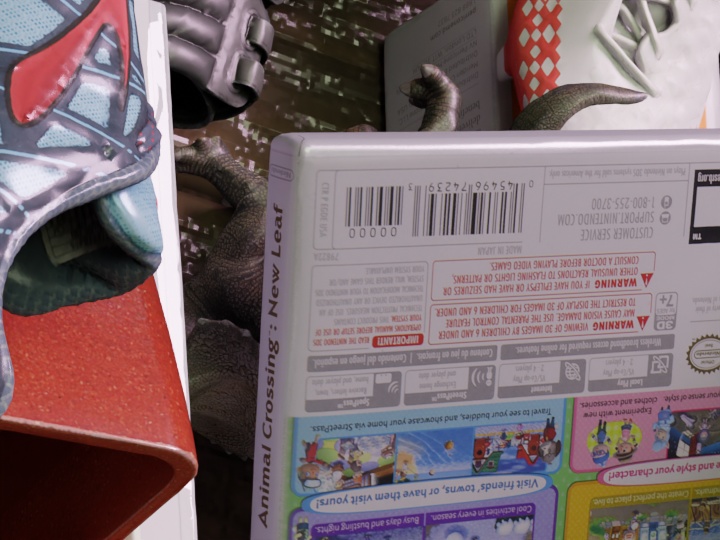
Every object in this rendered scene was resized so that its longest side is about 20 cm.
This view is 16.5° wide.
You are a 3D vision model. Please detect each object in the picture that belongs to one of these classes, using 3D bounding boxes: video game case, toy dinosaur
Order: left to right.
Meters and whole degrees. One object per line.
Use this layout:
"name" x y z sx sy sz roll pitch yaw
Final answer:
"toy dinosaur" 0.000 0.000 0.776 0.200 0.077 0.102 -17 70 1
"video game case" 0.060 0.048 0.749 0.200 0.022 0.182 -3 102 -29

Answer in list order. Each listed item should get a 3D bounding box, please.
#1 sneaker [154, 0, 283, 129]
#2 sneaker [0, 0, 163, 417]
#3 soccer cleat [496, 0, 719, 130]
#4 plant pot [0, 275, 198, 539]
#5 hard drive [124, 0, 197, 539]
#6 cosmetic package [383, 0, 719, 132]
"sneaker" -0.033 -0.097 0.822 0.200 0.071 0.099 -6 81 -31
"sneaker" -0.084 -0.032 0.542 0.096 0.079 0.200 39 46 -16
"soccer cleat" 0.098 -0.107 0.808 0.069 0.085 0.200 25 60 -23
"plant pot" -0.176 -0.005 0.629 0.200 0.200 0.176 13 55 -29
"hard drive" -0.086 0.040 0.696 0.027 0.132 0.200 5 71 -30
"cosmetic package" 0.069 0.008 0.845 0.101 0.071 0.200 9 69 -30
